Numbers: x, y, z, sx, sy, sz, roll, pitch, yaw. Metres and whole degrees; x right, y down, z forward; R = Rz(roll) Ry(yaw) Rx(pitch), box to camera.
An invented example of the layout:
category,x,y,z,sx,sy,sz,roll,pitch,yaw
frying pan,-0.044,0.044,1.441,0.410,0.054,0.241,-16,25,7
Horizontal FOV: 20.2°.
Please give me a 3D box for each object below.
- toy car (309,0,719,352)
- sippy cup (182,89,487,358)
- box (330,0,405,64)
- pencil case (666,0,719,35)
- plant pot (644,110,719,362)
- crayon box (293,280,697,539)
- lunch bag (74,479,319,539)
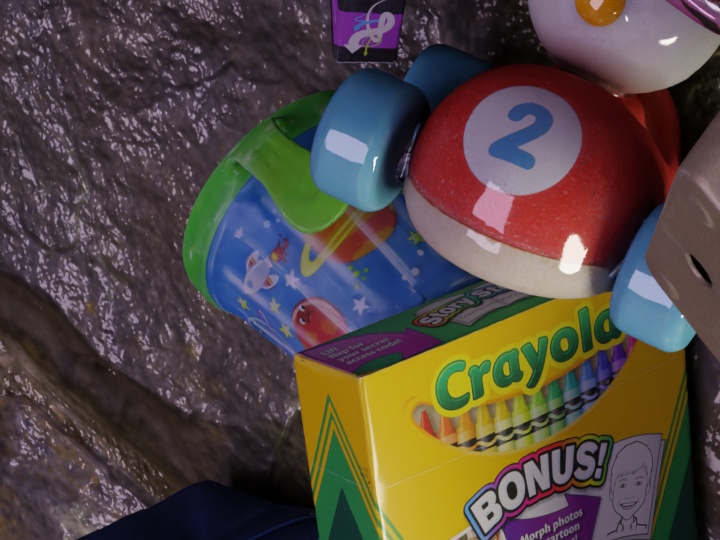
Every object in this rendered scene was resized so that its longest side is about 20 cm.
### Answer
category,x,y,z,sx,sy,sz,roll,pitch,yaw
toy car,0.106,-0.100,0.898,0.183,0.177,0.201,25,112,17
sippy cup,0.000,0.000,1.028,0.130,0.177,0.140,45,120,28
box,0.009,-0.215,0.915,0.201,0.036,0.144,98,170,-51
pencil case,0.184,-0.181,0.794,0.201,0.082,0.087,-58,35,12
plant pot,0.219,-0.018,0.750,0.200,0.177,0.200,53,174,13
crayon box,0.072,0.094,0.976,0.058,0.199,0.174,19,122,50
lunch bag,-0.086,0.214,1.168,0.132,0.200,0.137,10,110,34
